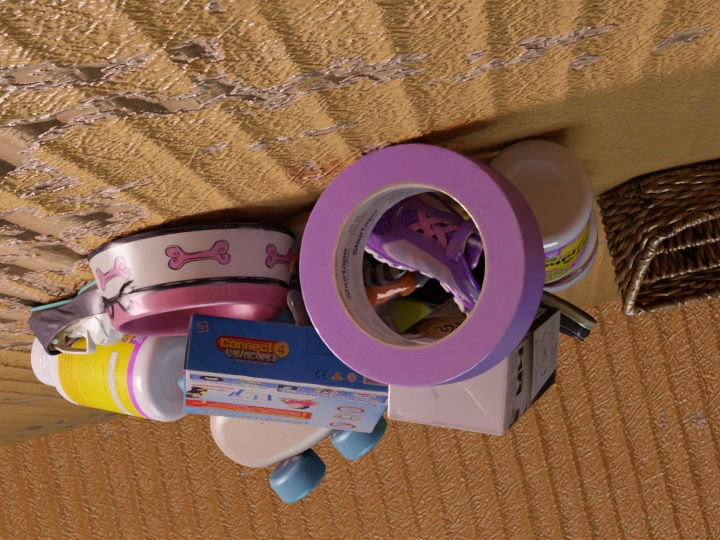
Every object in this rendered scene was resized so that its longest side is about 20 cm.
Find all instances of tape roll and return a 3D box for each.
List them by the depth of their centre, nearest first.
[{"bbox_3d":[0.051,-0.003,1.365,0.199,0.202,0.066,-15,172,20],"label":"tape roll"}]

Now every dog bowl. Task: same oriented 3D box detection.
[{"bbox_3d":[-0.156,0.013,1.545,0.199,0.074,0.200,-6,170,-1],"label":"dog bowl"}]

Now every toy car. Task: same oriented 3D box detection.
[{"bbox_3d":[-0.072,0.114,1.797,0.177,0.184,0.200,-37,-167,23],"label":"toy car"}]

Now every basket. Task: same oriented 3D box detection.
[{"bbox_3d":[0.402,-0.042,1.905,0.199,0.150,0.143,-9,172,-22],"label":"basket"}]

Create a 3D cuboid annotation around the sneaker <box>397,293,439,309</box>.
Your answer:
[{"bbox_3d":[0.024,0.007,1.818,0.199,0.076,0.115,7,175,24],"label":"sneaker"}]

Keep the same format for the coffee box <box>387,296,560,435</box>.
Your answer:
[{"bbox_3d":[0.111,0.085,1.527,0.112,0.080,0.200,7,-167,20],"label":"coffee box"}]

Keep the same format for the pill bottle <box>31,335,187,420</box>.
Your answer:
[{"bbox_3d":[-0.276,0.105,1.823,0.199,0.105,0.104,6,-174,37],"label":"pill bottle"}]

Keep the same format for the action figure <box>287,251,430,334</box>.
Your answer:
[{"bbox_3d":[0.000,0.000,1.649,0.192,0.201,0.105,8,142,35],"label":"action figure"}]

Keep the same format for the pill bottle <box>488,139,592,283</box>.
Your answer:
[{"bbox_3d":[0.166,-0.047,1.537,0.104,0.105,0.200,-13,166,3],"label":"pill bottle"}]

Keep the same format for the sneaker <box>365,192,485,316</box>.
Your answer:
[{"bbox_3d":[0.078,-0.024,1.430,0.081,0.200,0.088,-55,179,-14],"label":"sneaker"}]

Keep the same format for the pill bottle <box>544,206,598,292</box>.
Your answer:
[{"bbox_3d":[0.199,-0.035,1.739,0.111,0.113,0.200,-14,173,7],"label":"pill bottle"}]

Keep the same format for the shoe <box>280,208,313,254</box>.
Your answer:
[{"bbox_3d":[-0.026,-0.034,1.563,0.069,0.054,0.200,-9,174,-24],"label":"shoe"}]

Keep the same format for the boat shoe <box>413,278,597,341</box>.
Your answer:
[{"bbox_3d":[0.145,0.037,1.669,0.200,0.066,0.072,24,179,25],"label":"boat shoe"}]

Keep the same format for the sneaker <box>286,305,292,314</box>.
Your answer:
[{"bbox_3d":[-0.112,0.031,1.857,0.198,0.077,0.114,-11,175,8],"label":"sneaker"}]

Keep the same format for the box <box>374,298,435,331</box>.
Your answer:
[{"bbox_3d":[0.048,0.069,1.748,0.122,0.048,0.200,27,170,-32],"label":"box"}]

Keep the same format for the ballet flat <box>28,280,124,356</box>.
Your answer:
[{"bbox_3d":[-0.281,0.051,1.717,0.073,0.074,0.199,-6,170,-45],"label":"ballet flat"}]

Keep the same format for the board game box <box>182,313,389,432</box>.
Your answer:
[{"bbox_3d":[-0.071,0.103,1.577,0.198,0.056,0.196,7,164,-5],"label":"board game box"}]
